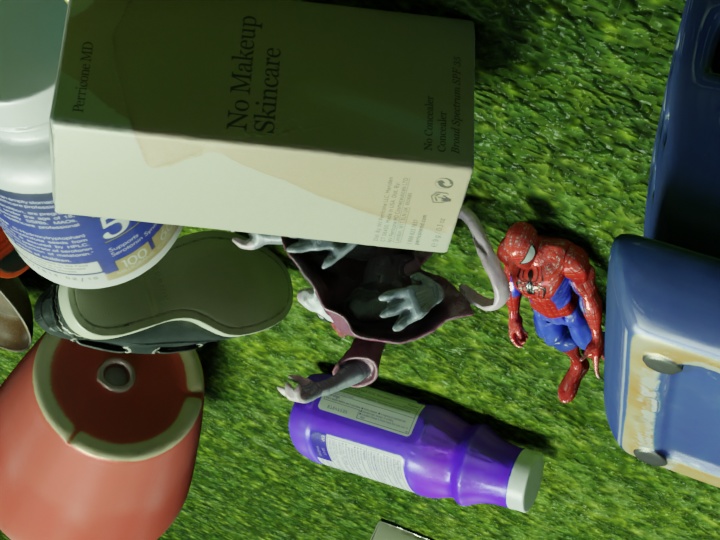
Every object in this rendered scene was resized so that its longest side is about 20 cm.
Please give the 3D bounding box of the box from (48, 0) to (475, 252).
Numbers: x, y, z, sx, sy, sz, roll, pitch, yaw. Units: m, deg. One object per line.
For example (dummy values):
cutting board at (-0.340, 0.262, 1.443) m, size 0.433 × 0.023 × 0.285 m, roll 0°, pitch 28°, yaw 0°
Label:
box at (-0.047, -0.075, 0.844) m, size 0.198 × 0.096 × 0.078 m, roll 5°, pitch 149°, yaw -6°

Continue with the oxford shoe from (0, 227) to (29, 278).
oxford shoe at (-0.296, -0.072, 1.229) m, size 0.072 × 0.071 × 0.201 m, roll 31°, pitch 156°, yaw 33°

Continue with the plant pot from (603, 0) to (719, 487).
plant pot at (0.205, -0.002, 0.723) m, size 0.198 × 0.181 × 0.200 m, roll 19°, pitch 158°, yaw 15°

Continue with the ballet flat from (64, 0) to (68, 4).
ballet flat at (-0.123, -0.157, 0.869) m, size 0.070 × 0.071 × 0.200 m, roll 10°, pitch 154°, yaw 32°

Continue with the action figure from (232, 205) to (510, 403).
action figure at (0.000, 0.000, 1.092) m, size 0.148 × 0.135 × 0.200 m, roll -19°, pitch 171°, yaw -3°

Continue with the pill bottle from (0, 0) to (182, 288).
pill bottle at (-0.174, -0.083, 1.005) m, size 0.119 × 0.120 × 0.200 m, roll 18°, pitch 158°, yaw 15°

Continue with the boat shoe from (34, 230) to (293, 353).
boat shoe at (-0.133, 0.020, 1.163) m, size 0.066 × 0.075 × 0.198 m, roll -19°, pitch 175°, yaw 43°

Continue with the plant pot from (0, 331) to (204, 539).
plant pot at (-0.218, 0.125, 1.451) m, size 0.199 × 0.201 × 0.178 m, roll 26°, pitch 147°, yaw -4°

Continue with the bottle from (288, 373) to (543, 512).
bottle at (0.044, 0.138, 1.357) m, size 0.198 × 0.066 × 0.084 m, roll 15°, pitch 157°, yaw 22°

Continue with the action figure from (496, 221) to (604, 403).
action figure at (0.123, 0.029, 1.057) m, size 0.065 × 0.052 × 0.200 m, roll 15°, pitch 154°, yaw 31°

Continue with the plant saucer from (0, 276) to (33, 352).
plant saucer at (-0.345, -0.008, 1.434) m, size 0.199 × 0.032 × 0.201 m, roll 29°, pitch 157°, yaw 14°

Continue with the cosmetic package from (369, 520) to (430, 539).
cosmetic package at (0.048, 0.332, 1.781) m, size 0.104 × 0.072 × 0.200 m, roll 22°, pitch 158°, yaw 7°
